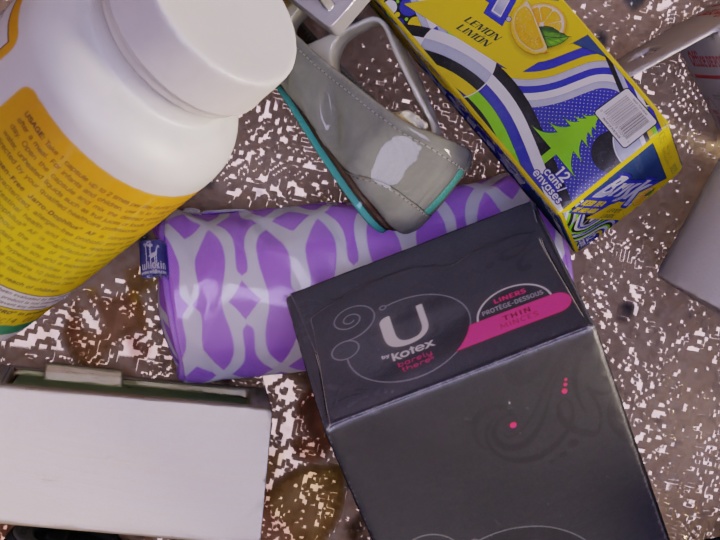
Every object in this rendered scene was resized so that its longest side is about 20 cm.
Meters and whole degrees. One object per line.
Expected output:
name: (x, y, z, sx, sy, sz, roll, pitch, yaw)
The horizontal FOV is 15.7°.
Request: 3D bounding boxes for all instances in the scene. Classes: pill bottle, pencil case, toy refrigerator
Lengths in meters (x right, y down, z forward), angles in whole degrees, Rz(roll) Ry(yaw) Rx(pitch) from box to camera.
pill bottle: (-0.124, -0.062, 1.121, 0.200, 0.113, 0.113, -37, 98, 32)
pencil case: (0.000, 0.000, 1.196, 0.200, 0.084, 0.086, -5, 58, -4)
toy refrigerator: (-0.143, 0.077, 1.191, 0.200, 0.076, 0.070, 5, 95, -4)

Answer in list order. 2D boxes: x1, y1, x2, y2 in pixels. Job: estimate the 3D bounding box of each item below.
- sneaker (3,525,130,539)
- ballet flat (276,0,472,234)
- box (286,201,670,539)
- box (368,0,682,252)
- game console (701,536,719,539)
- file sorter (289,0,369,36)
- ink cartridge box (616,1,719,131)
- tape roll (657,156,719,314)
sneaker: (-0.079, 0.181, 1.215, 0.200, 0.075, 0.079, 21, 104, 2)
ballet flat: (-0.023, -0.102, 1.165, 0.064, 0.067, 0.200, -43, 71, 9)
box: (0.061, 0.092, 1.149, 0.122, 0.106, 0.200, -22, 124, 2)
box: (0.055, -0.107, 1.155, 0.064, 0.070, 0.200, -38, 72, 1)
game console: (0.271, 0.120, 1.139, 0.200, 0.171, 0.118, -5, 121, -25)
file sorter: (-0.052, -0.226, 1.107, 0.200, 0.125, 0.139, 39, 88, 19)
ink cartridge box: (0.214, -0.108, 1.181, 0.200, 0.115, 0.068, -28, 95, -1)
tape roll: (0.234, 0.020, 1.152, 0.202, 0.202, 0.071, 28, 92, -6)
